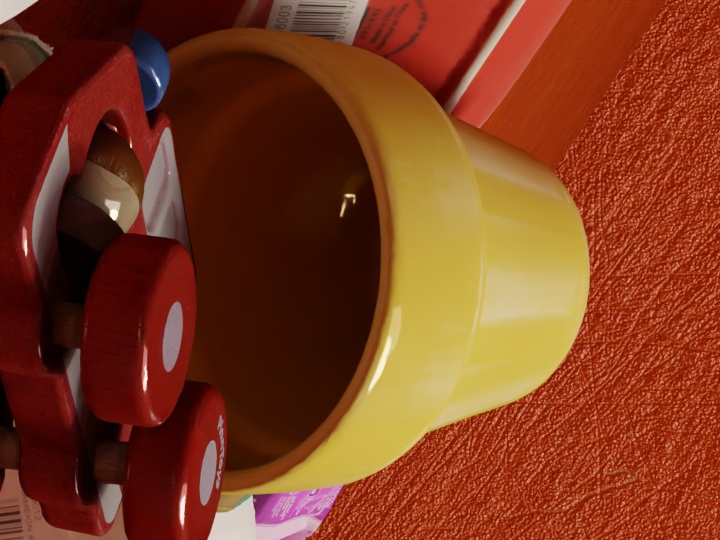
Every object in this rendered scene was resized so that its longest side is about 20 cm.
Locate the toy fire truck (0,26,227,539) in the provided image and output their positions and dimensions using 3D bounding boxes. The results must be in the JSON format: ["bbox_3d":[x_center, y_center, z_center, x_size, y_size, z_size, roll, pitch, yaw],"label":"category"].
[{"bbox_3d":[-0.104,0.001,0.791,0.200,0.112,0.168,84,15,-49],"label":"toy fire truck"}]

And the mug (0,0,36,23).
[{"bbox_3d":[-0.135,-0.141,0.470,0.187,0.149,0.153,-55,165,-45],"label":"mug"}]

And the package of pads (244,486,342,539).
[{"bbox_3d":[-0.086,0.051,1.179,0.076,0.200,0.121,-2,127,-60],"label":"package of pads"}]

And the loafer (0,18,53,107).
[{"bbox_3d":[-0.161,-0.062,0.810,0.076,0.068,0.200,-55,170,11],"label":"loafer"}]

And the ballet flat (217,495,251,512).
[{"bbox_3d":[-0.111,0.039,1.056,0.068,0.200,0.063,-8,138,-44],"label":"ballet flat"}]

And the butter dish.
[{"bbox_3d":[-0.007,-0.168,1.008,0.200,0.199,0.148,124,-37,-49],"label":"butter dish"}]

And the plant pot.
[{"bbox_3d":[0.000,0.000,0.971,0.189,0.201,0.201,5,123,-48],"label":"plant pot"}]

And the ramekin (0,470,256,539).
[{"bbox_3d":[-0.165,0.137,1.115,0.201,0.200,0.098,-58,162,15],"label":"ramekin"}]
